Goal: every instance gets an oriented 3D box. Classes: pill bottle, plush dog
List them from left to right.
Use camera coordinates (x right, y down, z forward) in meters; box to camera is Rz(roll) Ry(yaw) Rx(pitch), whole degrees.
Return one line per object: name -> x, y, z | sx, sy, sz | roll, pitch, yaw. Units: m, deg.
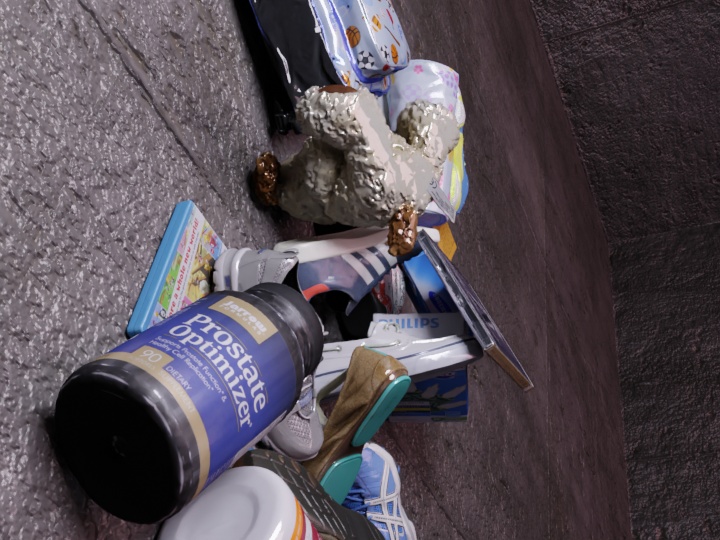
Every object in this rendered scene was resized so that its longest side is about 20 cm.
pill bottle -> -0.110, 0.081, 0.624 | 0.200, 0.111, 0.113 | -36, 113, -57
pill bottle -> -0.065, 0.257, 0.675 | 0.113, 0.112, 0.201 | -72, 143, -50
plush dog -> -0.011, -0.092, 0.884 | 0.199, 0.171, 0.162 | -2, 89, -44

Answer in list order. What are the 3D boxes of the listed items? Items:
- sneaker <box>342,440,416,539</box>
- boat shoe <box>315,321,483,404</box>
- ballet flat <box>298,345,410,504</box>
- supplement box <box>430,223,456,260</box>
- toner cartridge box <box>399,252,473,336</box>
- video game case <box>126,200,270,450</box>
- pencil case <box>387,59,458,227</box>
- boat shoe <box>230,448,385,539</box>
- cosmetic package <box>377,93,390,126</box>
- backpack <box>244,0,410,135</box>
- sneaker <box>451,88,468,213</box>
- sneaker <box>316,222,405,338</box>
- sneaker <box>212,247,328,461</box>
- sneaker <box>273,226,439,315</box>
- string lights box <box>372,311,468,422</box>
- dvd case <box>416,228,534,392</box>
sneaker -> 0.011, 0.255, 0.905 | 0.077, 0.075, 0.201 | -74, 144, -56
boat shoe -> 0.023, 0.082, 0.875 | 0.074, 0.198, 0.067 | 108, -32, -73
ballet flat -> -0.026, 0.156, 0.824 | 0.068, 0.072, 0.201 | 0, 122, -54
supplement box -> 0.072, -0.092, 1.230 | 0.069, 0.066, 0.201 | -68, 140, -53
toner cartridge box -> 0.079, 0.011, 1.094 | 0.095, 0.043, 0.201 | 72, -8, -57
video game case -> -0.121, 0.059, 0.761 | 0.144, 0.018, 0.201 | -79, 149, -42
pencil case -> 0.070, -0.152, 1.059 | 0.083, 0.090, 0.202 | 31, 63, -65
boat shoe -> -0.047, 0.235, 0.766 | 0.200, 0.074, 0.076 | 46, 8, -31
cosmetic package -> -0.003, -0.270, 1.130 | 0.101, 0.073, 0.202 | 12, 71, -65
backpack -> -0.033, -0.262, 0.968 | 0.190, 0.153, 0.202 | -36, 110, -77
sneaker -> 0.110, -0.160, 1.193 | 0.105, 0.075, 0.202 | 45, 47, -69
sneaker -> 0.003, -0.027, 1.038 | 0.108, 0.067, 0.204 | -21, 101, -69
sneaker -> -0.064, 0.075, 0.756 | 0.075, 0.081, 0.202 | -49, 126, -62
sneaker -> 0.000, 0.000, 0.931 | 0.198, 0.075, 0.086 | -11, 99, -28
string lights box -> 0.074, 0.116, 1.015 | 0.201, 0.102, 0.060 | 75, 15, -60
dvd case -> 0.126, 0.049, 0.948 | 0.149, 0.016, 0.200 | 61, 10, 28
